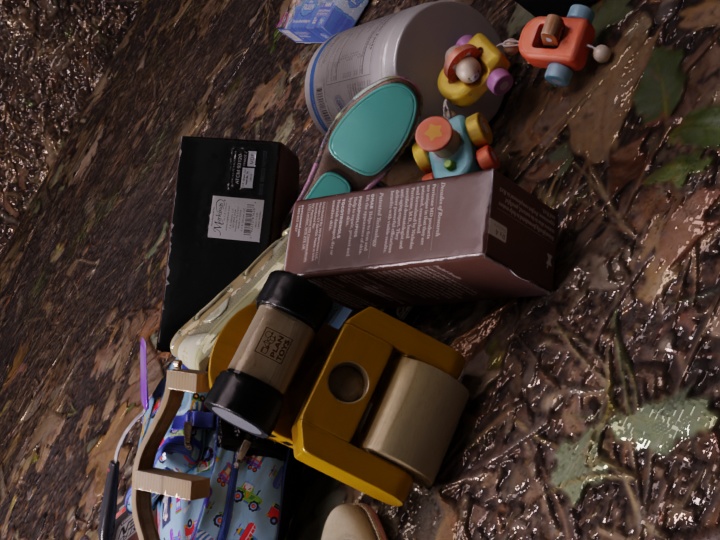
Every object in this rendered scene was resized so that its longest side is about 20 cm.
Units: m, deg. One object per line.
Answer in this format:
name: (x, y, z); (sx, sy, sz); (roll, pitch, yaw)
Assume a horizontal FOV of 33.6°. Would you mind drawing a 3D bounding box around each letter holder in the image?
letter holder: (-0.115, -0.014, 1.151); (0.142, 0.100, 0.202); (29, -114, -76)

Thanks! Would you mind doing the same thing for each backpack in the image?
backpack: (-0.131, 0.195, 1.066); (0.183, 0.134, 0.201); (135, 148, -53)

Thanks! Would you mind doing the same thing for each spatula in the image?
spatula: (-0.215, 0.161, 1.089); (0.056, 0.020, 0.202); (-163, 88, -75)

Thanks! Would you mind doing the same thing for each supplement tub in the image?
supplement tub: (0.040, -0.187, 1.182); (0.200, 0.132, 0.133); (3, 65, 62)

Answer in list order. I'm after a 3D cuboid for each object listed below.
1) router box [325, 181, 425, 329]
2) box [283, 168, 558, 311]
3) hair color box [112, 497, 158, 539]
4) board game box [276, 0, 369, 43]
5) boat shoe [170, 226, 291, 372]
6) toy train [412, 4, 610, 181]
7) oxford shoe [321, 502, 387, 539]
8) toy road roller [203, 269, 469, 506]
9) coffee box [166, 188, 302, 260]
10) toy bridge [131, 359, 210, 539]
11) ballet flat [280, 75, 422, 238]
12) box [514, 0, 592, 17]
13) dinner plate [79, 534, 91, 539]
router box: (0.000, 0.000, 1.130); (0.150, 0.062, 0.200); (-54, 25, 8)
box: (0.045, -0.020, 0.944); (0.199, 0.100, 0.076); (-4, 70, 39)
hair color box: (-0.211, 0.305, 1.191); (0.101, 0.061, 0.201); (-43, 30, 32)
board game box: (-0.023, -0.410, 1.651); (0.200, 0.043, 0.200); (-59, 24, -3)
boat shoe: (-0.079, 0.013, 1.036); (0.063, 0.073, 0.201); (31, 73, 36)
toy train: (0.118, -0.149, 1.028); (0.150, 0.056, 0.201); (20, 83, 39)
oxford shoe: (-0.023, 0.252, 0.880); (0.071, 0.074, 0.201); (-41, 31, 34)
toy road roller: (-0.025, 0.098, 0.953); (0.124, 0.199, 0.146); (-64, 0, -18)
coffee box: (-0.115, -0.032, 1.313); (0.200, 0.122, 0.044); (-32, 37, 48)
toy bridge: (-0.156, 0.174, 0.977); (0.067, 0.027, 0.202); (4, 90, 33)
ballet flat: (-0.008, -0.094, 1.094); (0.201, 0.069, 0.071); (-58, -2, 18)
box: (0.214, -0.357, 1.073); (0.182, 0.104, 0.201); (-22, 43, 51)
dinner plate: (-0.278, 0.370, 1.200); (0.200, 0.024, 0.202); (-176, 90, -88)
